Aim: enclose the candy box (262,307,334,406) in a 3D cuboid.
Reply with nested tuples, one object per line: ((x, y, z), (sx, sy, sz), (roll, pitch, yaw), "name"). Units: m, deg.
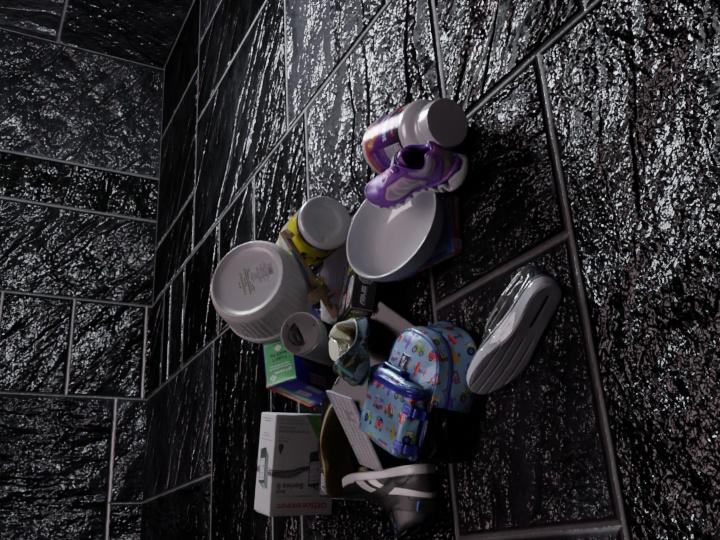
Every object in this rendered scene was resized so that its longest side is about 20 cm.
((-0.131, 0.165, 1.519), (0.077, 0.169, 0.200), (-23, 58, 18), "candy box")

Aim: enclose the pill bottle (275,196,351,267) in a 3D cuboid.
((-0.106, -0.070, 1.535), (0.200, 0.114, 0.114), (144, 128, -61), "pill bottle")

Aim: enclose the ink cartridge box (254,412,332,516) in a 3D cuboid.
((-0.130, 0.396, 1.493), (0.084, 0.146, 0.200), (-13, 72, 60), "ink cartridge box")

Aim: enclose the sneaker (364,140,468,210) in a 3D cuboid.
((0.075, -0.162, 1.192), (0.200, 0.088, 0.081), (-15, 56, 42), "sneaker")

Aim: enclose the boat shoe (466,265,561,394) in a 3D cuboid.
((0.211, 0.084, 1.026), (0.200, 0.072, 0.071), (-59, 25, 20), "boat shoe")

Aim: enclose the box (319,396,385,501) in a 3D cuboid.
((-0.018, 0.337, 1.400), (0.193, 0.047, 0.200), (-22, 63, 55), "box")

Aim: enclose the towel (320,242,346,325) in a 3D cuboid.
((-0.045, 0.024, 1.553), (0.133, 0.034, 0.200), (-25, 61, 59), "towel")

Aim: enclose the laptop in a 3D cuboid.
((0.038, 0.156, 1.337), (0.200, 0.116, 0.187), (32, 97, 31), "laptop")

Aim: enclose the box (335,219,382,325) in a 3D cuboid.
((0.000, 0.000, 1.387), (0.160, 0.044, 0.200), (123, 156, -70), "box")

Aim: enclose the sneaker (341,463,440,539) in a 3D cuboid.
((0.044, 0.387, 1.207), (0.200, 0.073, 0.112), (-24, 62, 42), "sneaker")

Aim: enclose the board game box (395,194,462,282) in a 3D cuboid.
((0.113, -0.053, 1.289), (0.200, 0.019, 0.103), (-28, 56, 57), "board game box")

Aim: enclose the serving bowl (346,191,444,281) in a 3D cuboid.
((0.069, -0.066, 1.256), (0.200, 0.066, 0.200), (-26, 49, 34), "serving bowl")

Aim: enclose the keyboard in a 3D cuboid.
((-0.006, 0.276, 1.234), (0.056, 0.011, 0.200), (17, 140, 40), "keyboard")

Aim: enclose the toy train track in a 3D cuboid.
((-0.092, 0.001, 1.438), (0.033, 0.115, 0.200), (-31, 93, 17), "toy train track")

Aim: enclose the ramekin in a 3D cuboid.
((-0.202, 0.035, 1.448), (0.200, 0.105, 0.200), (-9, 63, 18), "ramekin")

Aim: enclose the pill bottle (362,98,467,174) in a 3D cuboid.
((0.096, -0.234, 1.272), (0.200, 0.111, 0.112), (-8, 75, 61), "pill bottle")

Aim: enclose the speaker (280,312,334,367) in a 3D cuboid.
((-0.081, 0.138, 1.411), (0.081, 0.200, 0.081), (-5, 74, 18), "speaker")

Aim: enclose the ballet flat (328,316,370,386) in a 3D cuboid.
((-0.020, 0.119, 1.217), (0.200, 0.074, 0.074), (-101, 27, -71), "ballet flat")

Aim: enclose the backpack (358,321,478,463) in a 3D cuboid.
((0.096, 0.178, 1.135), (0.183, 0.134, 0.200), (28, 107, 62), "backpack")

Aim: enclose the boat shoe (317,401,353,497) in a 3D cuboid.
((-0.048, 0.313, 1.313), (0.065, 0.073, 0.200), (-137, 47, -59), "boat shoe")
